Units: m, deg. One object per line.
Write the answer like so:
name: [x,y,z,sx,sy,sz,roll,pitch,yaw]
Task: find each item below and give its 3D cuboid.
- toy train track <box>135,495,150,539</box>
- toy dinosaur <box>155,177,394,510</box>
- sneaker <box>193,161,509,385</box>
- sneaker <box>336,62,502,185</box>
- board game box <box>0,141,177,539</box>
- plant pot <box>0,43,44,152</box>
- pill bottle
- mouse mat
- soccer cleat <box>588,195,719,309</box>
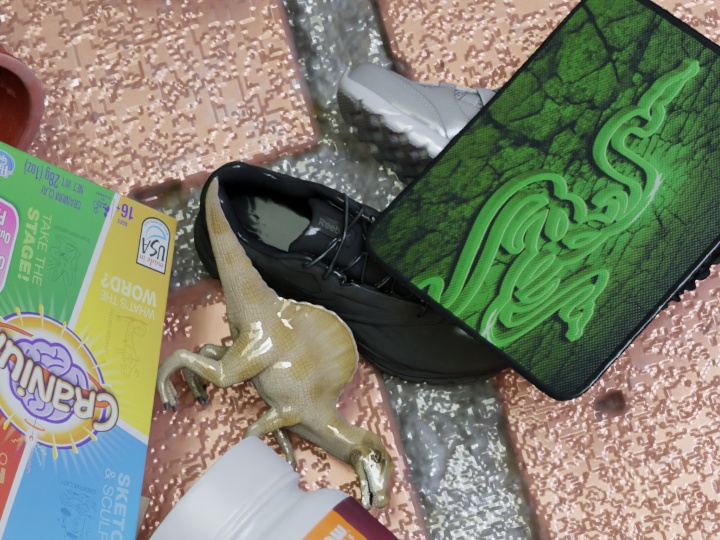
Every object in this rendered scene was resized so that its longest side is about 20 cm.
toy train track: [-0.159,0.210,1.576,0.114,0.033,0.201,20,87,-22]
toy dinosaur: [-0.054,0.043,1.573,0.101,0.058,0.200,-26,106,18]
sneaker: [0.000,0.000,1.576,0.199,0.091,0.076,19,72,9]
sneaker: [0.084,-0.071,1.600,0.199,0.075,0.082,23,75,-1]
board game box: [-0.170,0.048,1.508,0.040,0.153,0.201,-9,68,41]
plant pot: [-0.300,-0.131,1.596,0.200,0.201,0.196,-29,69,-1]
pill bottle: [-0.011,0.184,1.519,0.200,0.114,0.114,40,85,8]
mouse mat: [0.116,-0.044,1.512,0.161,0.008,0.200,37,81,33]
soccer cleat: [0.174,-0.047,1.548,0.073,0.068,0.200,43,65,16]
